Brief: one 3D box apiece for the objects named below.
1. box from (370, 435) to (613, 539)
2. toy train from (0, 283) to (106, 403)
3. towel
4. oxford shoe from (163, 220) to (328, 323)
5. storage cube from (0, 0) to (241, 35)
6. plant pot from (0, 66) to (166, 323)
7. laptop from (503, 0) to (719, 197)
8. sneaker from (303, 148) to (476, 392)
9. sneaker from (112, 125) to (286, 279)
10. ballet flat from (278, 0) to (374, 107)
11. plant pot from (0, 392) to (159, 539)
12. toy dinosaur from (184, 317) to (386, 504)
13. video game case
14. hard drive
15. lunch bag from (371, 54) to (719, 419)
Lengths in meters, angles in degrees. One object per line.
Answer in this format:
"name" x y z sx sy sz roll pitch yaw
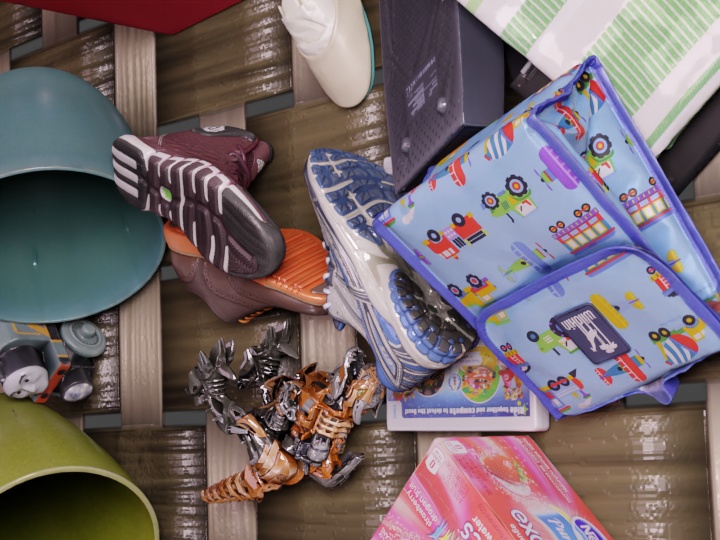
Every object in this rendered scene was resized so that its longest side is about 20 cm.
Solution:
"box" 0.108 0.209 0.968 0.200 0.094 0.103 50 121 37
"toy train" -0.314 0.038 1.414 0.085 0.114 0.201 -50 54 32
"towel" 0.145 -0.180 0.918 0.200 0.023 0.153 42 121 7
"oxford shoe" -0.078 0.008 1.215 0.199 0.071 0.073 22 127 46
"storage cube" -0.182 -0.312 1.255 0.199 0.179 0.172 -16 75 46
"plant pot" -0.279 -0.079 1.335 0.201 0.200 0.162 -46 44 34
"laptop" 0.187 -0.180 0.978 0.200 0.116 0.188 42 121 7
"sneaker" 0.000 0.000 1.090 0.085 0.077 0.201 -51 53 36
"sneaker" -0.097 -0.069 1.197 0.200 0.115 0.076 34 133 37
"ballet flat" -0.039 -0.222 1.179 0.069 0.069 0.201 -24 70 43
"plant pot" -0.296 0.197 1.356 0.200 0.186 0.188 49 121 52
"toy dinosaur" -0.066 0.118 1.168 0.200 0.102 0.136 -39 75 13
"video game case" 0.072 0.012 1.078 0.143 0.018 0.201 -6 82 46
"hard drive" 0.054 -0.165 1.055 0.135 0.042 0.201 135 135 -62
"lunch bag" 0.132 -0.002 0.944 0.200 0.094 0.150 52 133 -5
